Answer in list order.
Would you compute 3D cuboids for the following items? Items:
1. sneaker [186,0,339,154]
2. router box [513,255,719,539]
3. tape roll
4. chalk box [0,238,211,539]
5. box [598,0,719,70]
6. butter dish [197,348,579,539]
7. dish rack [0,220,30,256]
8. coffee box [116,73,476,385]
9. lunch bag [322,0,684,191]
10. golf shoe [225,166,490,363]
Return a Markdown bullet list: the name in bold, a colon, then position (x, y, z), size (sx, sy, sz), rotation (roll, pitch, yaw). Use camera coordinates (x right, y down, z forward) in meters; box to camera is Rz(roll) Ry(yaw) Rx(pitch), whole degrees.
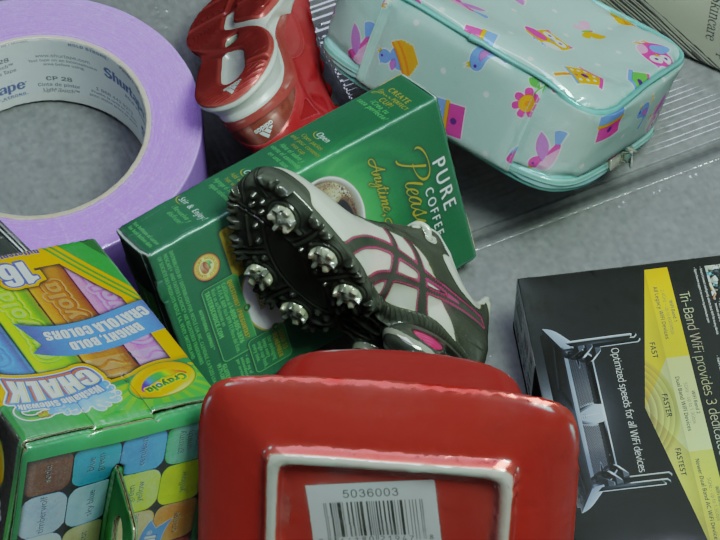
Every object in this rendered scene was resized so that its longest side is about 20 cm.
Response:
- **sneaker**: position (-0.047, -0.108, 1.777), size (0.078, 0.116, 0.200), rotation (-27, 24, 20)
- **router box**: position (0.180, 0.089, 1.642), size (0.157, 0.052, 0.200), rotation (-6, 56, -5)
- **tape roll**: position (-0.193, -0.069, 1.744), size (0.200, 0.066, 0.200), rotation (-1, 56, 1)
- **chalk box**: position (-0.158, 0.095, 1.557), size (0.124, 0.125, 0.200), rotation (-12, 43, -31)
- **box**: position (0.182, -0.198, 1.820), size (0.200, 0.082, 0.068), rotation (25, 59, 18)
- **butter dish**: position (0.017, 0.114, 1.572), size (0.199, 0.200, 0.148), rotation (4, 33, 3)
- **dish rack**: position (-0.295, 0.028, 1.655), size (0.153, 0.055, 0.200), rotation (42, 98, 18)
- **coffee box**: position (-0.033, -0.016, 1.673), size (0.200, 0.123, 0.044), rotation (-31, 37, -17)
- **lunch bag**: position (0.091, -0.129, 1.750), size (0.200, 0.077, 0.160), rotation (32, 29, 17)
- **golf shoe**: position (0.000, 0.000, 1.640), size (0.077, 0.200, 0.088), rotation (-12, 41, 41)
